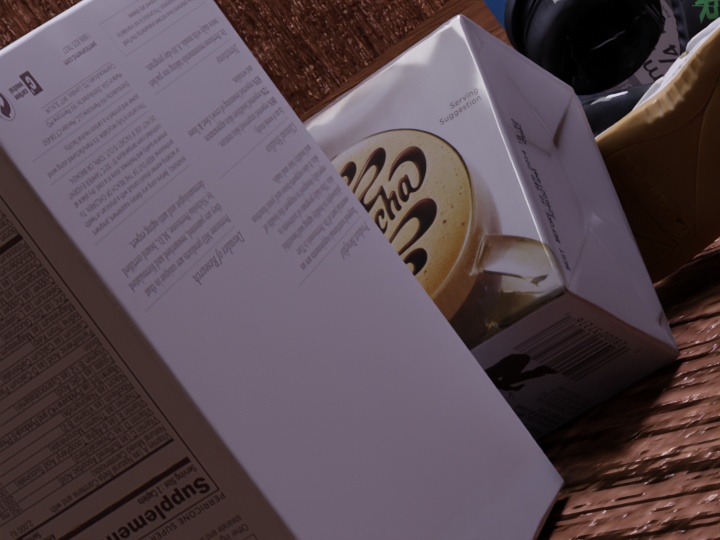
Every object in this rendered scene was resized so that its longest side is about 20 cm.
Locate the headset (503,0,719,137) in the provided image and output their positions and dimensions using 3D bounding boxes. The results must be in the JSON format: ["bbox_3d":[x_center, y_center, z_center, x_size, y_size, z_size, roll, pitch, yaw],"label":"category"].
[{"bbox_3d":[0.121,-0.088,1.014,0.094,0.124,0.200,-13,-21,-22],"label":"headset"}]

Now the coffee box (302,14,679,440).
[{"bbox_3d":[-0.008,0.022,0.779,0.200,0.113,0.080,-33,-34,24],"label":"coffee box"}]

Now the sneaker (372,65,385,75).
[{"bbox_3d":[0.003,-0.033,1.171,0.200,0.109,0.070,-35,7,9],"label":"sneaker"}]

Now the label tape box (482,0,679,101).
[{"bbox_3d":[0.125,-0.136,1.130,0.200,0.144,0.063,-29,12,48],"label":"label tape box"}]

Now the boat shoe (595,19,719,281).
[{"bbox_3d":[0.145,-0.064,0.787,0.200,0.071,0.069,-30,12,42],"label":"boat shoe"}]

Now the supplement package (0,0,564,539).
[{"bbox_3d":[-0.072,0.046,0.643,0.150,0.200,0.152,-33,7,26],"label":"supplement package"}]
